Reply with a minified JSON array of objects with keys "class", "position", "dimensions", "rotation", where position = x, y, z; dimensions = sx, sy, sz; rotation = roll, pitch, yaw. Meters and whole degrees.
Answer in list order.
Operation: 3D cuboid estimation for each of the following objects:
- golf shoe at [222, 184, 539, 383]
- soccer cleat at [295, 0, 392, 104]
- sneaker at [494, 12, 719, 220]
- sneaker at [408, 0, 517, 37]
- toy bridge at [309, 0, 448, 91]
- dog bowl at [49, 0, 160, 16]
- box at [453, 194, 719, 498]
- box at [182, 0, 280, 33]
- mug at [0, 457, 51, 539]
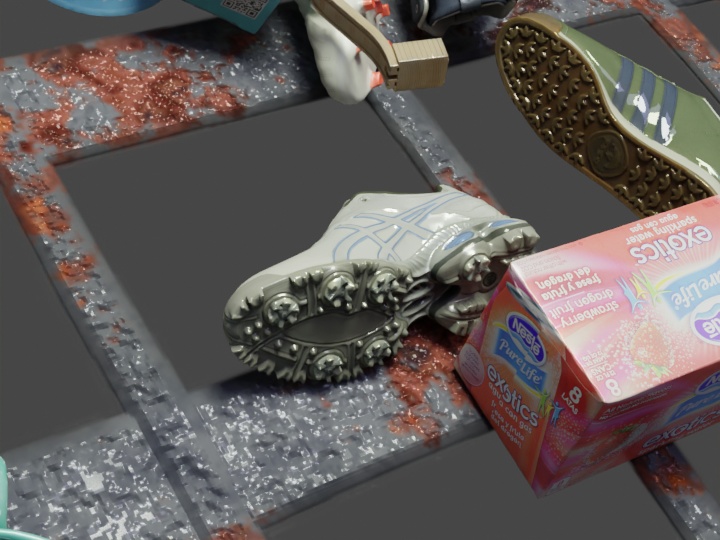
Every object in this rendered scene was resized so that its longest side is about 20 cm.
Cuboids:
[{"class":"golf shoe","position":[0.000,0.000,0.805],"dimensions":[0.199,0.079,0.097],"rotation":[-12,41,-33]},{"class":"soccer cleat","position":[-0.022,-0.188,0.943],"dimensions":[0.077,0.069,0.201],"rotation":[-7,58,12]},{"class":"sneaker","position":[0.180,-0.097,0.939],"dimensions":[0.090,0.067,0.200],"rotation":[-21,60,-43]},{"class":"sneaker","position":[0.053,-0.245,0.925],"dimensions":[0.076,0.203,0.147],"rotation":[-13,58,4]},{"class":"toy bridge","position":[-0.005,-0.192,0.885],"dimensions":[0.067,0.027,0.201],"rotation":[-9,57,-13]},{"class":"dog bowl","position":[-0.206,-0.242,0.925],"dimensions":[0.199,0.050,0.112],"rotation":[29,50,5]},{"class":"box","position":[0.167,0.034,0.801],"dimensions":[0.199,0.103,0.095],"rotation":[-17,60,-30]},{"class":"box","position":[-0.080,-0.254,0.919],"dimensions":[0.082,0.049,0.201],"rotation":[21,55,-23]},{"class":"mug","position":[-0.149,0.183,0.565],"dimensions":[0.151,0.115,0.185],"rotation":[30,48,0]}]
